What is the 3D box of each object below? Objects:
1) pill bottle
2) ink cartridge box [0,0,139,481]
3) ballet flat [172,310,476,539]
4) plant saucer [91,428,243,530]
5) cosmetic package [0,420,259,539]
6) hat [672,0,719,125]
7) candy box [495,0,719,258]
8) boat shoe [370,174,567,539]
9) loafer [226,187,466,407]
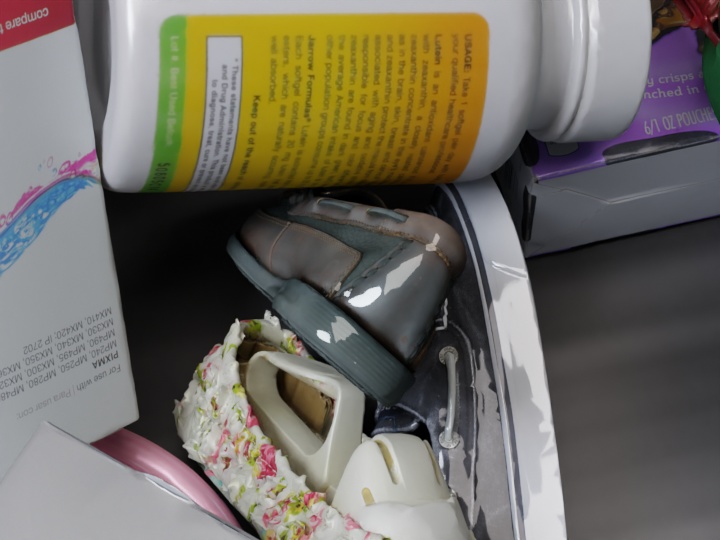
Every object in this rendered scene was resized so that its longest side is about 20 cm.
[{"bbox_3d":[0.000,-0.087,0.849,0.199,0.111,0.112,-2,61,-16],"label":"pill bottle"},{"bbox_3d":[-0.167,-0.034,0.832,0.145,0.201,0.083,12,27,41],"label":"ink cartridge box"},{"bbox_3d":[-0.008,0.076,0.834,0.075,0.064,0.200,6,22,-39],"label":"ballet flat"},{"bbox_3d":[-0.128,0.152,0.852,0.199,0.051,0.202,0,62,1],"label":"plant saucer"},{"bbox_3d":[-0.111,0.163,0.753,0.106,0.090,0.200,29,64,15],"label":"cosmetic package"},{"bbox_3d":[0.140,-0.074,0.891,0.175,0.166,0.201,-6,49,47],"label":"hat"},{"bbox_3d":[0.122,-0.123,0.976,0.167,0.072,0.201,-13,63,-6],"label":"candy box"},{"bbox_3d":[0.036,0.053,0.892,0.067,0.072,0.201,-6,70,-3],"label":"boat shoe"},{"bbox_3d":[0.000,0.000,0.856,0.072,0.200,0.063,40,91,-14],"label":"loafer"}]
